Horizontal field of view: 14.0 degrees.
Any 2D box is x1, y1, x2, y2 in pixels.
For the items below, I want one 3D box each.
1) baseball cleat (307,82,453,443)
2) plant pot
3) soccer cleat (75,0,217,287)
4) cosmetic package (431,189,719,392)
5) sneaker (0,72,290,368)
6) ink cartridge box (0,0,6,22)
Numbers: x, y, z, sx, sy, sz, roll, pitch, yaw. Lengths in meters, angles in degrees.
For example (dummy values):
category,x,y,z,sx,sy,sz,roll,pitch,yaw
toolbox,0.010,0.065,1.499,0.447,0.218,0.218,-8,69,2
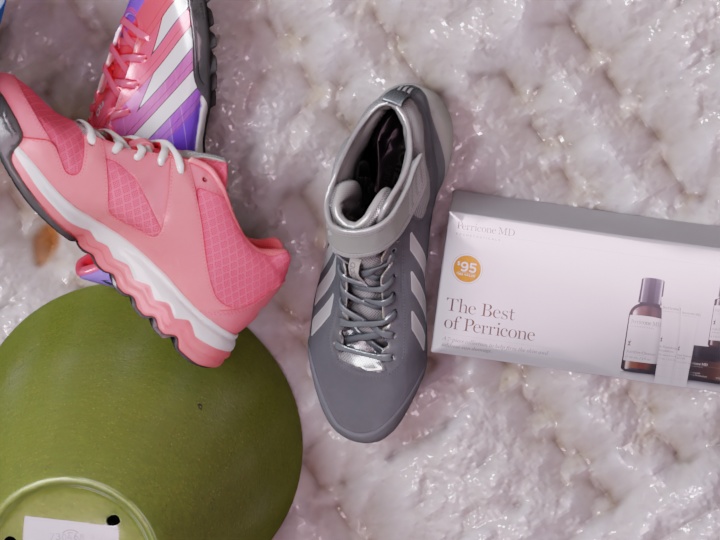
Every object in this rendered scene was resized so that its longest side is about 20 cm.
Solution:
category,x,y,z,sx,sy,sz,roll,pitch,yaw
baseball cleat,0.000,0.000,1.547,0.070,0.106,0.200,10,101,17
plant pot,-0.133,0.121,1.542,0.187,0.200,0.187,1,105,4
soccer cleat,-0.115,-0.084,1.551,0.073,0.068,0.200,-2,109,-10
cosmetic package,0.142,0.014,1.567,0.200,0.051,0.083,7,104,3
sneaker,-0.115,-0.043,1.508,0.087,0.074,0.200,-43,115,2
ink cartridge box,-0.272,-0.104,1.493,0.146,0.200,0.084,29,66,-1
